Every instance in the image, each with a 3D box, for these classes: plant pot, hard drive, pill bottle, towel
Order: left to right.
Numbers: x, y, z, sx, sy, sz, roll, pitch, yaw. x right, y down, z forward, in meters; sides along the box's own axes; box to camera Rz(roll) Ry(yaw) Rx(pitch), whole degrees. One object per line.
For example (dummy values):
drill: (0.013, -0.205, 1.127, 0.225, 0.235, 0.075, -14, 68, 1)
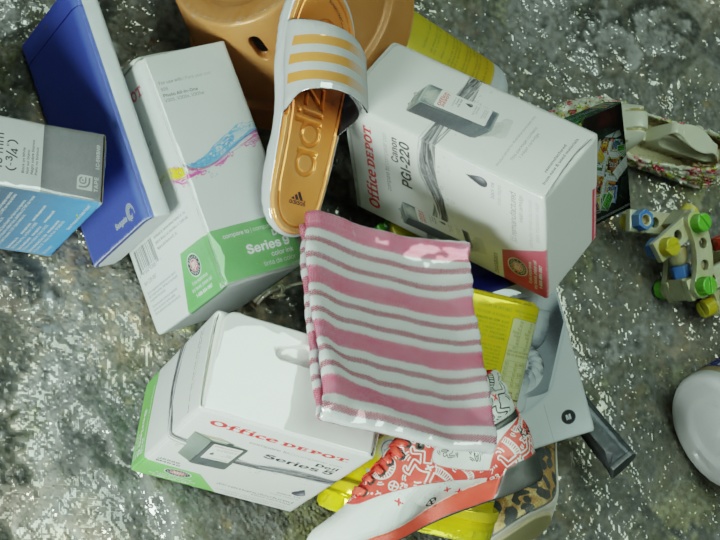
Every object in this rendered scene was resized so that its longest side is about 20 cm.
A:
hard drive: (-0.218, -0.117, 1.631, 0.025, 0.132, 0.201, -14, 80, -30)
plant pot: (-0.070, -0.237, 1.685, 0.140, 0.199, 0.201, 44, 46, -59)
towel: (0.028, 0.044, 1.525, 0.146, 0.030, 0.201, 11, 47, -20)
pill bottle: (0.061, -0.159, 1.798, 0.200, 0.112, 0.112, 31, 62, -14)
pill bottle: (0.401, 0.113, 1.873, 0.200, 0.120, 0.120, -25, 85, -31)

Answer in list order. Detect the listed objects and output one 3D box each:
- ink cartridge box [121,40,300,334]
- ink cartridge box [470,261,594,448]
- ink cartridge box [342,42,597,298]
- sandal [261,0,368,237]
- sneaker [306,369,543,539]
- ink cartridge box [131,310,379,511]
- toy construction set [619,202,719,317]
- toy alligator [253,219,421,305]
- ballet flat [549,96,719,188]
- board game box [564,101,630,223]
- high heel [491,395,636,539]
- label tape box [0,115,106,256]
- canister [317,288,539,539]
ink cartridge box: (-0.140, -0.068, 1.647, 0.087, 0.145, 0.201, -18, 81, -31)
ink cartridge box: (0.081, 0.070, 1.707, 0.199, 0.041, 0.201, -18, 94, -6)
ink cartridge box: (0.091, -0.084, 1.662, 0.200, 0.146, 0.085, 28, 62, 24)
sandal: (-0.027, -0.128, 1.583, 0.079, 0.059, 0.208, 11, 84, -41)
sneaker: (0.035, 0.148, 1.566, 0.201, 0.067, 0.108, -21, 91, -8)
ink cartridge box: (-0.082, 0.115, 1.577, 0.145, 0.200, 0.084, 17, 66, -15)
toy construction set: (0.351, -0.030, 1.910, 0.199, 0.092, 0.132, -23, 98, -17)
toy alligator: (0.000, 0.000, 1.744, 0.200, 0.059, 0.054, -30, 89, -20)
ballet flat: (0.276, -0.132, 1.926, 0.199, 0.064, 0.076, 11, 68, -23)
board game box: (0.186, -0.084, 1.810, 0.200, 0.023, 0.105, -23, 113, -51)
high heel: (0.126, 0.164, 1.766, 0.200, 0.071, 0.143, -32, 67, -20)
label tape box: (-0.315, -0.072, 1.560, 0.199, 0.144, 0.064, 9, 69, -24)
canister: (0.058, 0.109, 1.642, 0.148, 0.087, 0.201, 13, 91, -6)
